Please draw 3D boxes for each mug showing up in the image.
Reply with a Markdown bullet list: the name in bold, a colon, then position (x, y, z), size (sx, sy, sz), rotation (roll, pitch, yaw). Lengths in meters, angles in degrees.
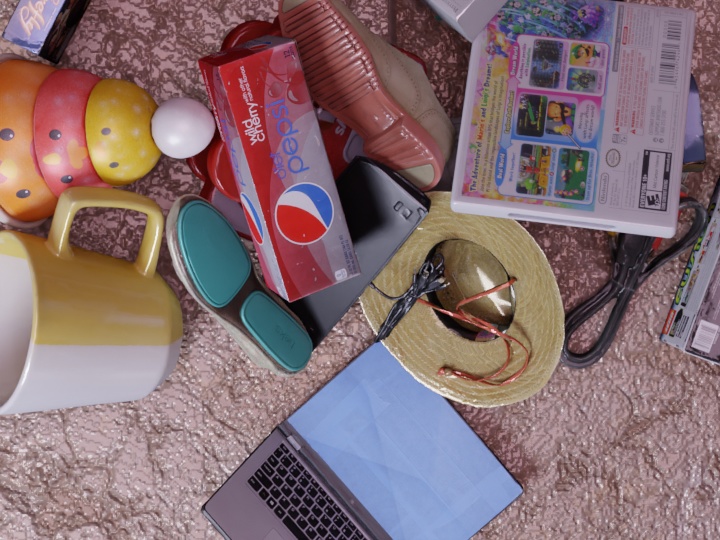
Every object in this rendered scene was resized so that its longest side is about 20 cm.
- **mug**: position (-0.223, 0.039, 1.572), size (0.152, 0.187, 0.150), rotation (6, 58, -33)

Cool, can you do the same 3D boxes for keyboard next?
- **keyboard**: position (0.000, 0.000, 1.602), size (0.127, 0.021, 0.200), rotation (41, 129, 1)

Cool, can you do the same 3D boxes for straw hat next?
- **straw hat**: position (0.099, 0.009, 1.622), size (0.200, 0.085, 0.202), rotation (13, 121, 22)

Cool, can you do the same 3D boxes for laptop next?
- **laptop**: position (0.004, 0.196, 1.619), size (0.187, 0.200, 0.116), rotation (48, 132, -3)

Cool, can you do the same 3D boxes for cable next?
- **cable**: position (0.235, -0.006, 1.662), size (0.096, 0.050, 0.201), rotation (17, 104, -7)

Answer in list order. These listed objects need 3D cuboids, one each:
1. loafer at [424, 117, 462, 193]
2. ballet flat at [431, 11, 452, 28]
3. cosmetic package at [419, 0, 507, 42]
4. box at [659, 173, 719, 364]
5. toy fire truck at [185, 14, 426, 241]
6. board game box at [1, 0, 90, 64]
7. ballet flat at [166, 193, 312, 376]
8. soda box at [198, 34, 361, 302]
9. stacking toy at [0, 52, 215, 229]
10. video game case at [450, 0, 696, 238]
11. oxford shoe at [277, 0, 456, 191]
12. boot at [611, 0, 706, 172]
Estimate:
- **loafer**: position (0.097, -0.095, 1.614), size (0.199, 0.070, 0.070), rotation (-20, 117, -7)
- **ballet flat**: position (0.134, -0.288, 1.623), size (0.069, 0.069, 0.200), rotation (37, 91, -3)
- **cosmetic package**: position (0.043, -0.283, 1.585), size (0.200, 0.051, 0.083), rotation (41, 93, 25)
- **box**: position (0.314, -0.025, 1.620), size (0.034, 0.110, 0.201), rotation (20, 93, -3)
- **toy fire truck**: position (-0.047, -0.115, 1.614), size (0.167, 0.112, 0.201), rotation (21, 93, -21)
- **board game box**: position (-0.228, -0.270, 1.579), size (0.034, 0.135, 0.201), rotation (28, 92, -3)
- **ballet flat**: position (-0.114, 0.018, 1.600), size (0.068, 0.062, 0.200), rotation (-50, 123, -26)
- **soda box**: position (-0.065, -0.082, 1.520), size (0.070, 0.063, 0.201), rotation (-20, 107, -15)
- **stacking toy**: position (-0.211, -0.115, 1.554), size (0.199, 0.146, 0.147), rotation (-6, 93, 22)
- **video game case**: position (0.175, -0.131, 1.551), size (0.181, 0.024, 0.201), rotation (7, 69, 5)
- **oxford shoe**: position (0.006, -0.159, 1.547), size (0.070, 0.074, 0.200), rotation (-18, 117, 39)
- **boot**: position (0.240, -0.169, 1.623), size (0.096, 0.075, 0.202), rotation (-1, 82, -1)
